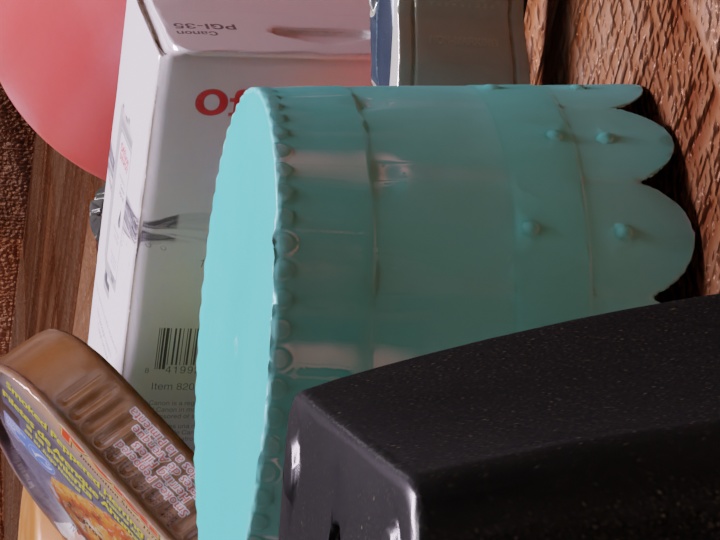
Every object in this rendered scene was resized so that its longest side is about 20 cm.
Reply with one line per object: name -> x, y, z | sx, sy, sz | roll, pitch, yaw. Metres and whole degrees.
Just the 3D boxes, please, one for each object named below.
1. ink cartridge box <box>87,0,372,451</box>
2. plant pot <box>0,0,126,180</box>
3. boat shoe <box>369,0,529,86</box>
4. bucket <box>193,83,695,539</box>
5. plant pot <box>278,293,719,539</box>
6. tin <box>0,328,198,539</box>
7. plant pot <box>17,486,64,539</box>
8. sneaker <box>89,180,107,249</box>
ink cartridge box -> -0.033, -0.020, 1.210 | 0.083, 0.146, 0.200 | -117, 31, -57
plant pot -> -0.075, -0.164, 1.421 | 0.177, 0.200, 0.201 | 127, 145, -54
boat shoe -> 0.037, -0.119, 1.072 | 0.062, 0.075, 0.200 | 175, 96, -71
bucket -> 0.021, 0.031, 0.953 | 0.207, 0.134, 0.208 | -175, 90, -80
plant pot -> 0.077, 0.102, 0.541 | 0.200, 0.177, 0.200 | -153, 66, -79
tin -> -0.081, 0.105, 1.137 | 0.200, 0.042, 0.112 | 46, 161, 21
plant pot -> -0.133, 0.185, 1.693 | 0.200, 0.140, 0.201 | -177, 90, -78
sneaker -> -0.049, -0.016, 1.331 | 0.078, 0.200, 0.089 | -9, 91, 35
